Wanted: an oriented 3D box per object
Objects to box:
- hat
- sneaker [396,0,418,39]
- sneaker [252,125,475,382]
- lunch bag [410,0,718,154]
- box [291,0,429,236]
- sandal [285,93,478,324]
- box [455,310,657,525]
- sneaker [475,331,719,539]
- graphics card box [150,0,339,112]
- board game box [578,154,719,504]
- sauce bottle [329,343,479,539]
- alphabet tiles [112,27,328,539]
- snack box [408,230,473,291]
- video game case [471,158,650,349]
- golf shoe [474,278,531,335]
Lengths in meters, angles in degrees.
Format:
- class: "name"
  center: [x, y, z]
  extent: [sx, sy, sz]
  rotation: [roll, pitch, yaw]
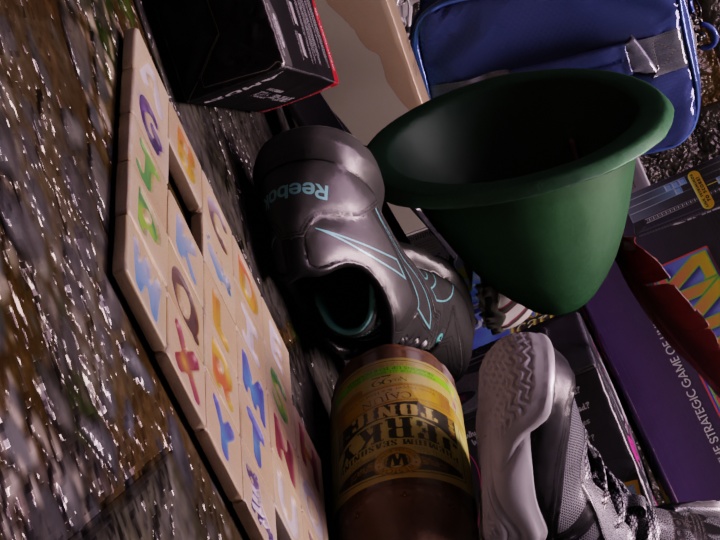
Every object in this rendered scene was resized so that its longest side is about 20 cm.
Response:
- class: "hat"
  center: [0.103, 0.007, 1.001]
  extent: [0.200, 0.164, 0.177]
  rotation: [-131, -157, -65]
- class: "sneaker"
  center: [0.011, -0.181, 1.419]
  extent: [0.075, 0.081, 0.202]
  rotation: [-46, 117, -82]
- class: "sneaker"
  center: [0.001, 0.016, 0.926]
  extent: [0.200, 0.075, 0.080]
  rotation: [50, 30, -48]
- class: "lunch bag"
  center: [0.135, -0.138, 1.242]
  extent: [0.133, 0.198, 0.137]
  rotation: [-81, 157, -67]
- class: "box"
  center: [-0.007, -0.120, 1.131]
  extent: [0.095, 0.077, 0.201]
  rotation: [-84, 154, -76]
- class: "sandal"
  center: [0.015, -0.043, 1.056]
  extent: [0.201, 0.043, 0.076]
  rotation: [56, 0, -21]
- class: "box"
  center: [0.084, 0.106, 1.033]
  extent: [0.200, 0.131, 0.116]
  rotation: [-53, 120, -82]
- class: "sneaker"
  center: [0.107, 0.102, 0.804]
  extent: [0.076, 0.113, 0.201]
  rotation: [-91, 177, -49]
- class: "graphics card box"
  center: [-0.061, -0.139, 0.874]
  extent: [0.200, 0.050, 0.126]
  rotation: [-41, 113, -84]
- class: "board game box"
  center: [0.223, 0.035, 1.101]
  extent: [0.057, 0.164, 0.201]
  rotation: [67, 0, -64]
- class: "sauce bottle"
  center: [0.020, 0.102, 0.808]
  extent: [0.200, 0.064, 0.065]
  rotation: [-98, 167, -64]
- class: "alphabet tiles"
  center: [-0.048, 0.031, 0.702]
  extent: [0.168, 0.007, 0.201]
  rotation: [-99, 168, -56]
- class: "snack box"
  center: [0.017, -0.085, 1.272]
  extent: [0.169, 0.067, 0.201]
  rotation: [-67, 137, -79]
- class: "video game case"
  center: [0.126, -0.013, 1.390]
  extent: [0.182, 0.199, 0.046]
  rotation: [-96, 163, -63]
- class: "golf shoe"
  center: [0.112, -0.015, 1.206]
  extent: [0.200, 0.087, 0.078]
  rotation: [77, 6, -68]
